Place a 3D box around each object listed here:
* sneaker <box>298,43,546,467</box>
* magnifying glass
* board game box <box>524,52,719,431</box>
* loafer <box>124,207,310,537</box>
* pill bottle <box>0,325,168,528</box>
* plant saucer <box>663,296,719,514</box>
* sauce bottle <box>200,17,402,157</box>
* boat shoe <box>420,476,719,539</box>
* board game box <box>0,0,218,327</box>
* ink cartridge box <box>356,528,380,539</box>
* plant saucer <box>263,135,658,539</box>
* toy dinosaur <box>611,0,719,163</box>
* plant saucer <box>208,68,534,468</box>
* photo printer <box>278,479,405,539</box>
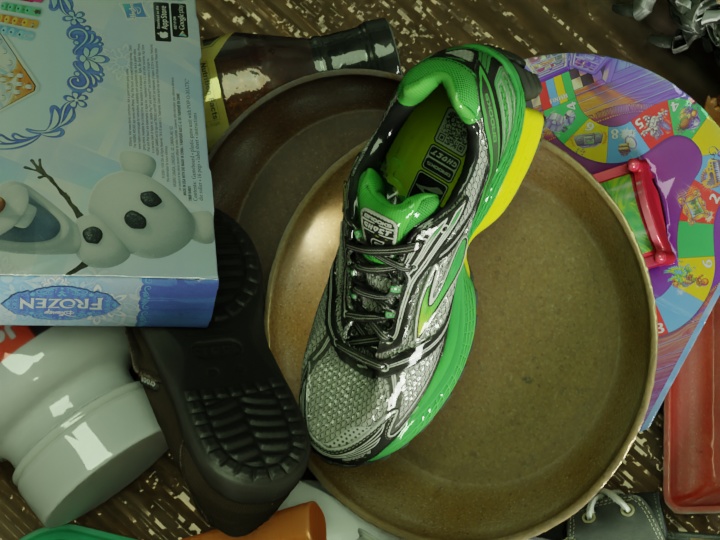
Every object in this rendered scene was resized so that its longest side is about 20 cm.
[{"bbox_3d":[0.012,-0.007,0.786,0.078,0.085,0.201,22,101,25],"label":"sneaker"},{"bbox_3d":[-0.107,0.149,0.860,0.199,0.022,0.080,-18,52,21],"label":"magnifying glass"},{"bbox_3d":[0.101,-0.010,0.892,0.157,0.039,0.201,30,100,17],"label":"board game box"},{"bbox_3d":[-0.081,0.045,0.848,0.073,0.071,0.201,1,43,-20],"label":"loafer"},{"bbox_3d":[-0.181,0.025,0.888,0.111,0.111,0.200,-37,79,-8],"label":"pill bottle"},{"bbox_3d":[0.251,0.022,0.884,0.199,0.037,0.201,-6,71,29],"label":"plant saucer"},{"bbox_3d":[-0.077,-0.091,0.941,0.199,0.066,0.066,-14,77,-5],"label":"sauce bottle"},{"bbox_3d":[0.123,0.134,0.872,0.199,0.072,0.068,18,101,1],"label":"boat shoe"},{"bbox_3d":[-0.173,-0.065,0.837,0.198,0.043,0.201,2,52,-13],"label":"board game box"},{"bbox_3d":[-0.013,0.219,0.751,0.082,0.146,0.201,29,82,6],"label":"ink cartridge box"},{"bbox_3d":[0.049,0.029,0.836,0.199,0.035,0.202,0,91,27],"label":"plant saucer"},{"bbox_3d":[0.203,-0.120,0.902,0.199,0.102,0.136,-34,55,-6],"label":"toy dinosaur"},{"bbox_3d":[0.000,0.000,0.896,0.199,0.034,0.202,1,91,27],"label":"plant saucer"},{"bbox_3d":[-0.002,0.204,0.865,0.199,0.069,0.167,28,79,7],"label":"photo printer"}]
